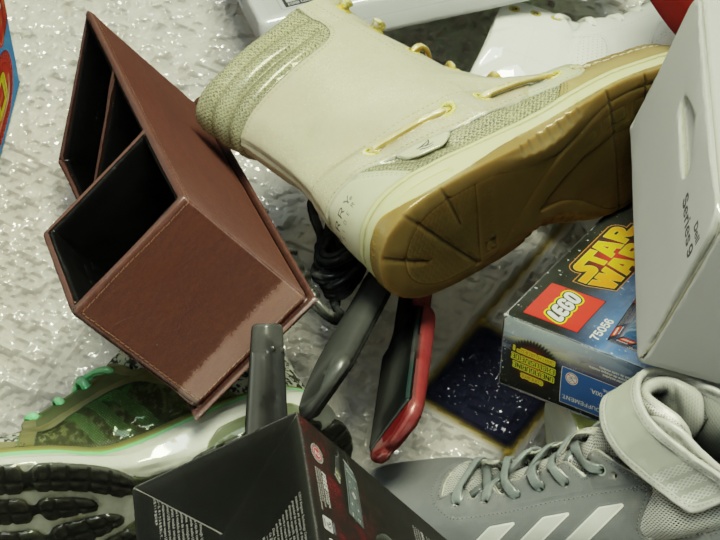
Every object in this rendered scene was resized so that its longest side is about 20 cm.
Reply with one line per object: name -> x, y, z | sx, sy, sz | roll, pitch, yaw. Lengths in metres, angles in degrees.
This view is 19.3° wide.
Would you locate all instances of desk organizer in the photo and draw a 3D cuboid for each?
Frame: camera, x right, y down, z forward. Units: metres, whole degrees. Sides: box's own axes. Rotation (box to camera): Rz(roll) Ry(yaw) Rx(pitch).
desk organizer -> -0.095, -0.031, 0.923 | 0.072, 0.077, 0.200 | -44, 33, 8

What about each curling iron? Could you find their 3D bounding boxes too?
curling iron -> -0.039, 0.121, 0.833 | 0.025, 0.050, 0.201 | 3, 81, 14

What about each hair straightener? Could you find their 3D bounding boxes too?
hair straightener -> 0.000, 0.000, 0.929 | 0.077, 0.041, 0.200 | 30, 34, -9

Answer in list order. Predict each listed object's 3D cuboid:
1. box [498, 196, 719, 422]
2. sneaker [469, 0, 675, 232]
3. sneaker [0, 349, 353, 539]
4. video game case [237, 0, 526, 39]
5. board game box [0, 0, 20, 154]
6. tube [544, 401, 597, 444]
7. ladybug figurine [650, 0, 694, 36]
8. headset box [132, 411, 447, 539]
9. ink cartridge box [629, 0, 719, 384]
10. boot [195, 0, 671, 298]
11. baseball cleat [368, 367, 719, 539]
box -> 0.167, 0.009, 0.925 | 0.136, 0.040, 0.200 | 22, 39, 25
sneaker -> 0.125, -0.116, 1.045 | 0.115, 0.074, 0.200 | 31, 60, 19
sneaker -> -0.108, 0.073, 0.913 | 0.199, 0.077, 0.089 | -8, 42, -14
video game case -> 0.027, -0.174, 1.085 | 0.199, 0.024, 0.182 | -13, 32, -9
board game box -> -0.210, -0.081, 0.946 | 0.056, 0.196, 0.201 | 4, 53, 4
tube -> 0.181, 0.057, 0.928 | 0.199, 0.052, 0.058 | -10, 88, -11
ladybug figurine -> 0.193, -0.109, 0.943 | 0.200, 0.136, 0.072 | 43, 88, -15
headset box -> 0.007, 0.166, 0.767 | 0.075, 0.200, 0.149 | -25, 49, 18
ink cartridge box -> 0.213, -0.015, 0.848 | 0.199, 0.084, 0.146 | 16, 43, -9
boot -> 0.043, -0.076, 0.948 | 0.199, 0.072, 0.155 | -26, 44, -28
baseball cleat -> 0.086, 0.081, 0.847 | 0.199, 0.107, 0.070 | 5, 32, 19
